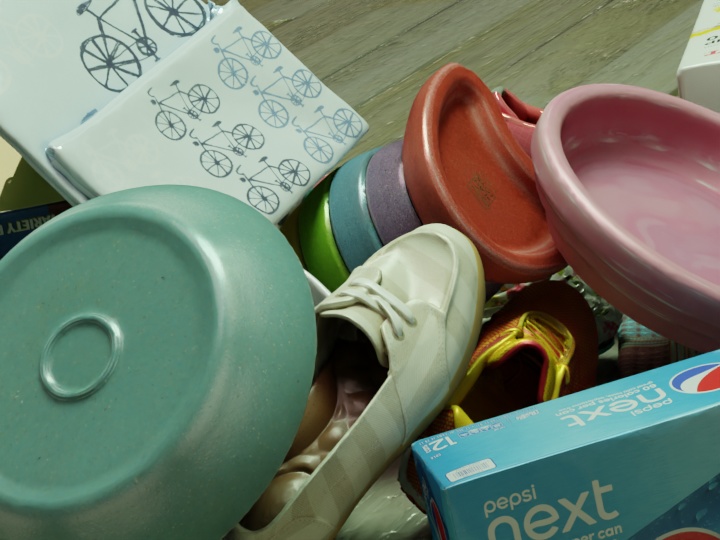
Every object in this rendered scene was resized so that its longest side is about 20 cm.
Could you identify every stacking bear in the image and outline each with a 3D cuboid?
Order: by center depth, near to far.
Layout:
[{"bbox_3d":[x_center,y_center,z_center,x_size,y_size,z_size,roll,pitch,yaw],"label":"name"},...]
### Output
[{"bbox_3d":[0.000,0.000,1.206,0.200,0.122,0.114,-33,9,33],"label":"stacking bear"}]

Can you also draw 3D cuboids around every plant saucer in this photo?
[{"bbox_3d":[-0.115,0.044,0.990,0.199,0.036,0.201,-13,58,22],"label":"plant saucer"},{"bbox_3d":[0.174,-0.020,1.164,0.200,0.051,0.201,19,32,-12],"label":"plant saucer"}]

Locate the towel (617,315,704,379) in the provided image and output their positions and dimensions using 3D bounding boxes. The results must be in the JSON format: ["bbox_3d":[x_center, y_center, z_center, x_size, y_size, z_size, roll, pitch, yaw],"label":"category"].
[{"bbox_3d":[0.235,0.034,1.203,0.199,0.022,0.147,-11,16,9],"label":"towel"}]

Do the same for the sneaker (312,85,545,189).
[{"bbox_3d":[0.065,-0.065,1.301,0.199,0.087,0.074,-3,21,14],"label":"sneaker"}]

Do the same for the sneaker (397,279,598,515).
[{"bbox_3d":[0.085,0.056,1.126,0.073,0.077,0.200,34,34,1],"label":"sneaker"}]

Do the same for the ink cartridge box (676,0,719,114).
[{"bbox_3d":[0.280,-0.089,1.353,0.147,0.145,0.200,-7,18,17],"label":"ink cartridge box"}]

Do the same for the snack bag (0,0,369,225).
[{"bbox_3d":[-0.109,-0.095,1.134,0.021,0.200,0.189,-49,-2,41],"label":"snack bag"}]

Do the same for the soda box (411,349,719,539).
[{"bbox_3d":[0.130,0.089,1.018,0.199,0.068,0.064,-16,17,-8],"label":"soda box"}]

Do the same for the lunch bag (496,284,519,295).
[{"bbox_3d":[0.105,-0.018,1.386,0.160,0.076,0.200,10,29,43],"label":"lunch bag"}]

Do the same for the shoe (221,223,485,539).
[{"bbox_3d":[-0.003,0.055,1.034,0.070,0.053,0.200,22,66,23],"label":"shoe"}]

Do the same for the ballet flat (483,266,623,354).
[{"bbox_3d":[0.050,0.028,1.272,0.199,0.064,0.076,-13,15,17],"label":"ballet flat"}]

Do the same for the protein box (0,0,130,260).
[{"bbox_3d":[-0.171,-0.044,1.241,0.134,0.200,0.199,-11,52,3],"label":"protein box"}]

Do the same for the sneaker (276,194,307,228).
[{"bbox_3d":[-0.047,-0.034,1.456,0.079,0.078,0.200,-5,-16,-11],"label":"sneaker"}]

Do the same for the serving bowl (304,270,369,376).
[{"bbox_3d":[-0.088,0.084,1.101,0.199,0.066,0.201,-4,58,7],"label":"serving bowl"}]
